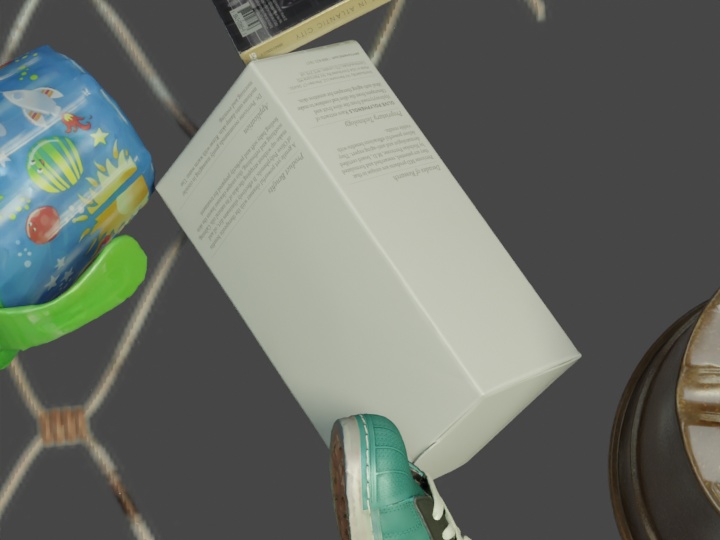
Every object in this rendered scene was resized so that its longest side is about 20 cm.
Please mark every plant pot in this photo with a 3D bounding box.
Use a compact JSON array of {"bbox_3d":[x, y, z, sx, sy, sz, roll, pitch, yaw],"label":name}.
[{"bbox_3d":[0.212,0.075,0.874,0.200,0.198,0.201,-2,75,6],"label":"plant pot"}]

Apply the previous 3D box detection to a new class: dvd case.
[{"bbox_3d":[0.015,-0.178,1.005,0.200,0.016,0.149,-27,31,0],"label":"dvd case"}]

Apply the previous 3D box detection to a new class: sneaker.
[{"bbox_3d":[0.037,0.148,0.907,0.080,0.071,0.200,-15,116,-4],"label":"sneaker"}]

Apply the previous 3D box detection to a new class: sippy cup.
[{"bbox_3d":[-0.179,-0.040,0.989,0.130,0.140,0.178,-40,84,-15],"label":"sippy cup"}]

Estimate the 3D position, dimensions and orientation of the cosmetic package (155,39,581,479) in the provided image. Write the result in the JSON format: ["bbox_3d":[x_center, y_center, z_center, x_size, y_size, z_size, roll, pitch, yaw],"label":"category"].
[{"bbox_3d":[0.000,0.000,0.953,0.200,0.085,0.108,56,131,14],"label":"cosmetic package"}]
